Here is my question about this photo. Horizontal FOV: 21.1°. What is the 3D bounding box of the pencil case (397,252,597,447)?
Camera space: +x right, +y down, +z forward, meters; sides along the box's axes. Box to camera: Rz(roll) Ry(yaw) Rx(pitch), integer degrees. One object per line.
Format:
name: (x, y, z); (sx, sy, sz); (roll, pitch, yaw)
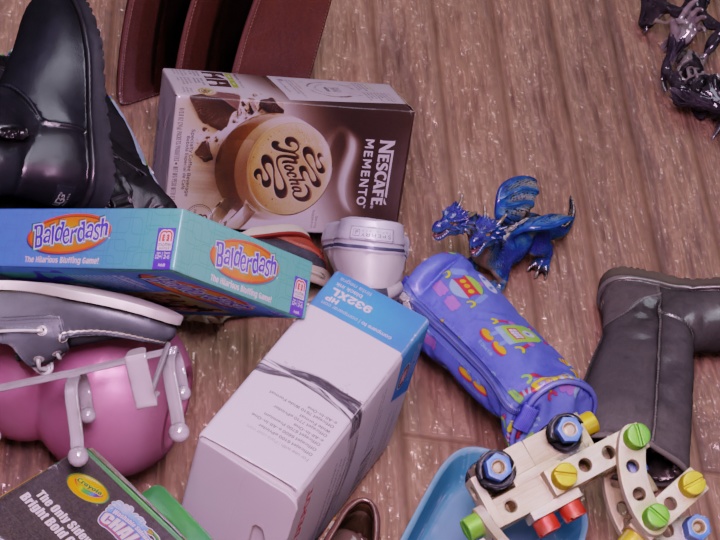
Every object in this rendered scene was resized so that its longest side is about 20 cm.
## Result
pencil case: (0.098, 0.064, 1.500); (0.086, 0.078, 0.200); (4, 30, -39)

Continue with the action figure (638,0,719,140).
action figure: (0.338, -0.213, 1.868); (0.118, 0.102, 0.201); (9, 42, -27)

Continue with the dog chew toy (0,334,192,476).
dog chew toy: (-0.224, 0.073, 1.384); (0.199, 0.125, 0.125); (15, 43, 9)

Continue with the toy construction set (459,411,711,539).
toy construction set: (0.149, 0.174, 1.380); (0.199, 0.092, 0.132); (-22, 76, -31)

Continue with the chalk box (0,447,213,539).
chalk box: (-0.186, 0.212, 1.251); (0.125, 0.124, 0.199); (41, 47, 23)

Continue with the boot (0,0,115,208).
boot: (-0.272, -0.134, 1.401); (0.167, 0.076, 0.201); (8, 56, -33)

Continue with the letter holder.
letter holder: (-0.117, -0.200, 1.625); (0.142, 0.201, 0.101); (-21, 56, -34)

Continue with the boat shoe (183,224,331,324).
boat shoe: (-0.113, 0.010, 1.517); (0.199, 0.071, 0.063); (-9, 53, -32)

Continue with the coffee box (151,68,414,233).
coffee box: (-0.066, -0.096, 1.590); (0.199, 0.114, 0.080); (2, 21, -16)

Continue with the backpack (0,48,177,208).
backpack: (-0.253, -0.085, 1.522); (0.162, 0.154, 0.201); (-17, 69, -21)

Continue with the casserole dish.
casserole dish: (0.089, 0.212, 1.405); (0.121, 0.039, 0.200); (26, 45, 7)

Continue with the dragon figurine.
dragon figurine: (0.138, -0.039, 1.625); (0.199, 0.100, 0.059); (-23, 58, -35)

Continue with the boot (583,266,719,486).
boot: (0.262, 0.088, 1.564); (0.180, 0.073, 0.201); (5, 37, 5)

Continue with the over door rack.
over door rack: (-0.187, 0.092, 1.206); (0.147, 0.200, 0.067); (-13, 89, 1)

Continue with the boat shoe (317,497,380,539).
boat shoe: (-0.024, 0.238, 1.315); (0.072, 0.072, 0.200); (22, 44, 4)

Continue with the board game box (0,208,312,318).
board game box: (-0.157, -0.005, 1.351); (0.199, 0.152, 0.045); (2, 77, 34)

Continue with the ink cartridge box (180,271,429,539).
ink cartridge box: (-0.043, 0.121, 1.372); (0.083, 0.146, 0.200); (29, 44, 11)

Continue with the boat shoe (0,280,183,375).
boat shoe: (-0.219, 0.038, 1.311); (0.198, 0.062, 0.073); (7, -1, 6)

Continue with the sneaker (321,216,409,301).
sneaker: (0.000, 0.000, 1.517); (0.072, 0.200, 0.071); (8, 87, 3)
